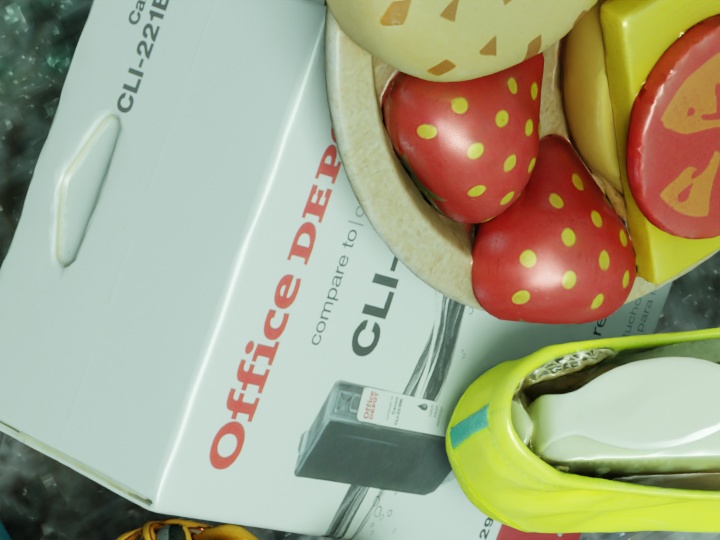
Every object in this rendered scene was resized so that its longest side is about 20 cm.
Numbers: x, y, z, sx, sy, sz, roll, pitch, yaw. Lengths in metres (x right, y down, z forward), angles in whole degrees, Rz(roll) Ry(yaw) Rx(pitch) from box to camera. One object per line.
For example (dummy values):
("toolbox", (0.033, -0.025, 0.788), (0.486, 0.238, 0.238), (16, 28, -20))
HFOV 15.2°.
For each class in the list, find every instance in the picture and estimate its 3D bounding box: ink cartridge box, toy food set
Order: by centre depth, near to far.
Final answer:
("toy food set", (0.076, -0.079, 0.697), (0.197, 0.049, 0.201), (-30, 127, -23))
("ink cartridge box", (0.000, 0.000, 0.786), (0.200, 0.084, 0.145), (15, 96, -50))

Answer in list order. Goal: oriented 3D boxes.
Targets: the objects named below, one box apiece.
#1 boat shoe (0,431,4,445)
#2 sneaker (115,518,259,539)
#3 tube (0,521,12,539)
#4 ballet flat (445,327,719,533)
("boat shoe", (-0.186, 0.026, 0.798), (0.199, 0.072, 0.065), (24, 79, 27))
("sneaker", (-0.060, 0.105, 0.767), (0.199, 0.078, 0.078), (9, 90, 31))
("tube", (-0.170, 0.040, 0.849), (0.077, 0.050, 0.201), (-32, 95, 4))
("ballet flat", (0.124, 0.042, 0.748), (0.199, 0.067, 0.067), (-3, 70, -5))
